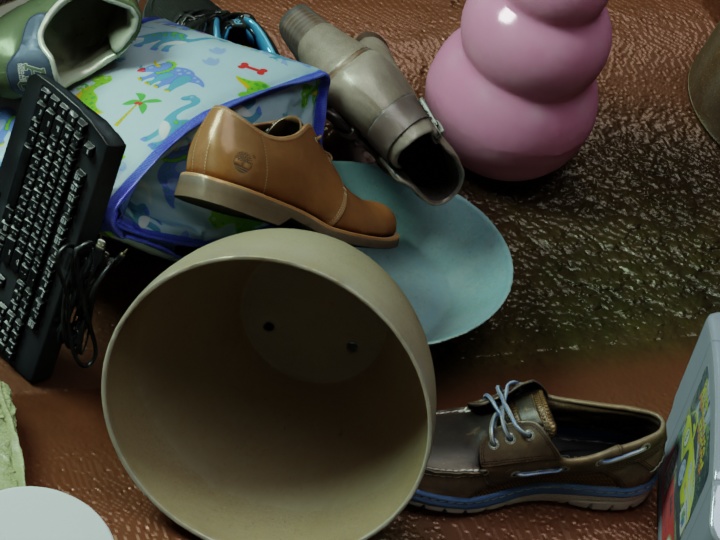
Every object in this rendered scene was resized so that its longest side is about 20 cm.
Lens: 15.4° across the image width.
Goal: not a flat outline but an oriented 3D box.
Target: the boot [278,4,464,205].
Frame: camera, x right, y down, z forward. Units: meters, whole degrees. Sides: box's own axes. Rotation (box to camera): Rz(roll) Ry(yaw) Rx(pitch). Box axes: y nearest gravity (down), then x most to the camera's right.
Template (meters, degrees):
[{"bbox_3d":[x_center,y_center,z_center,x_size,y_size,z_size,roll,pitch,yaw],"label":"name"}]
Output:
[{"bbox_3d":[0.018,-0.101,1.810,0.146,0.070,0.200,49,7,26],"label":"boot"}]

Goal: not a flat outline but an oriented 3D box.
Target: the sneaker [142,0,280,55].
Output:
[{"bbox_3d":[-0.092,-0.155,1.864,0.073,0.082,0.200,-15,42,-25],"label":"sneaker"}]

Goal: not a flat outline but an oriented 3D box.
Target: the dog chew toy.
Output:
[{"bbox_3d":[0.119,-0.159,1.865,0.124,0.200,0.125,10,43,-9],"label":"dog chew toy"}]

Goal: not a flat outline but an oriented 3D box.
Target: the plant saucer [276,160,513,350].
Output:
[{"bbox_3d":[0.000,0.000,1.769,0.200,0.039,0.201,7,37,-6],"label":"plant saucer"}]

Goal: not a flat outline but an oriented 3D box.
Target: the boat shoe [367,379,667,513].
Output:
[{"bbox_3d":[0.098,0.104,1.685,0.199,0.072,0.072,1,46,-19],"label":"boat shoe"}]

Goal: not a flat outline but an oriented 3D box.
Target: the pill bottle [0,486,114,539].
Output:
[{"bbox_3d":[-0.183,0.206,1.387,0.111,0.200,0.111,10,44,-10],"label":"pill bottle"}]

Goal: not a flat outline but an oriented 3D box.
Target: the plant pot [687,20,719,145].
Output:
[{"bbox_3d":[0.364,-0.190,1.985,0.186,0.200,0.187,10,43,-9],"label":"plant pot"}]

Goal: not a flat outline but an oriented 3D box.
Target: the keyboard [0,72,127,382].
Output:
[{"bbox_3d":[-0.193,-0.014,1.606,0.104,0.200,0.040,36,40,18],"label":"keyboard"}]

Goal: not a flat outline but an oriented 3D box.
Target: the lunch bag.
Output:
[{"bbox_3d":[-0.143,-0.076,1.709,0.170,0.128,0.200,18,26,38],"label":"lunch bag"}]

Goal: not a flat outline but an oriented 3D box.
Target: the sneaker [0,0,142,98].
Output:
[{"bbox_3d":[-0.166,-0.167,1.703,0.090,0.067,0.200,11,40,38],"label":"sneaker"}]

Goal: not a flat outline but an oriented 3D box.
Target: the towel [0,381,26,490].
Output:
[{"bbox_3d":[-0.263,0.136,1.552,0.148,0.037,0.200,-2,48,-20],"label":"towel"}]

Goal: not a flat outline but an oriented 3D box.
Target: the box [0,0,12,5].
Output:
[{"bbox_3d":[-0.338,-0.187,1.715,0.200,0.166,0.164,31,85,13],"label":"box"}]

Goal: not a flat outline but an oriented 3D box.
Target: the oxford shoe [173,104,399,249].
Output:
[{"bbox_3d":[-0.033,-0.055,1.659,0.071,0.071,0.200,11,-6,35],"label":"oxford shoe"}]

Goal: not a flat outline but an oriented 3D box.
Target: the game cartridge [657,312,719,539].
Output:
[{"bbox_3d":[0.218,0.127,1.660,0.041,0.133,0.200,14,43,-7],"label":"game cartridge"}]

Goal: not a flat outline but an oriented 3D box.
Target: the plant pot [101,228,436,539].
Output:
[{"bbox_3d":[-0.043,0.054,1.613,0.200,0.201,0.135,21,29,2],"label":"plant pot"}]
